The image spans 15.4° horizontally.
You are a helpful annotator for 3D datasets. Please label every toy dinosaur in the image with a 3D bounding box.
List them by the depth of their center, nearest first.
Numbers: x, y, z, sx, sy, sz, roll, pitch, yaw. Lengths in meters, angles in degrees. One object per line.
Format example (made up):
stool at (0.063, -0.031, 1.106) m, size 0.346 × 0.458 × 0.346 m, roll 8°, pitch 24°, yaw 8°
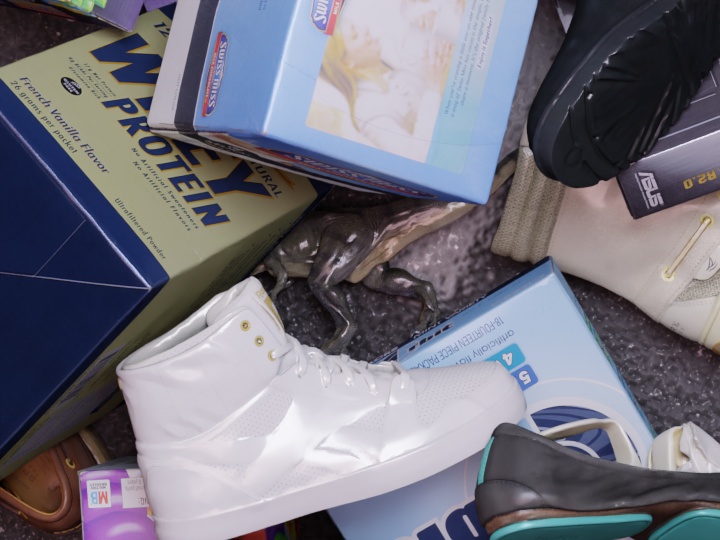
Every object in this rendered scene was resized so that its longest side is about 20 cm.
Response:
toy dinosaur at (0.000, 0.000, 1.445) m, size 0.199 × 0.047 × 0.089 m, roll -15°, pitch 81°, yaw 6°

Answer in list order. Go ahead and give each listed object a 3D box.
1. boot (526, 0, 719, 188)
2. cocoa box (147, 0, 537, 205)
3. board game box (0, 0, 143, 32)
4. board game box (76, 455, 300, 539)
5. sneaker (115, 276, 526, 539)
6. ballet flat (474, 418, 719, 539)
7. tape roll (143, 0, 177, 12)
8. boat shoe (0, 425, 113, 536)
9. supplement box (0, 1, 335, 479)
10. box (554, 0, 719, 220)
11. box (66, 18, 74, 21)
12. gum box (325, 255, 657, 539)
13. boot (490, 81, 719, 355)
boot at (0.106, -0.147, 1.320) m, size 0.162 × 0.073 × 0.198 m, roll 32°, pitch 76°, yaw 37°
cocoa box at (0.001, -0.145, 1.280) m, size 0.133 × 0.131 × 0.201 m, roll 16°, pitch 87°, yaw -30°
board game box at (-0.150, -0.233, 1.371) m, size 0.165 × 0.057 × 0.201 m, roll 17°, pitch 85°, yaw 46°
board game box at (-0.085, 0.201, 1.428) m, size 0.102 × 0.105 × 0.201 m, roll -3°, pitch 90°, yaw 8°
sneaker at (-0.021, 0.054, 1.324) m, size 0.199 × 0.074 × 0.116 m, roll -18°, pitch 103°, yaw -9°
ballet flat at (0.146, 0.108, 1.337) m, size 0.199 × 0.068 × 0.069 m, roll 11°, pitch 63°, yaw -31°
tape roll at (-0.021, -0.181, 1.435) m, size 0.199 × 0.066 × 0.202 m, roll 0°, pitch 90°, yaw 10°
boat shoe at (-0.216, 0.065, 1.467) m, size 0.200 × 0.068 × 0.072 m, roll 45°, pitch 97°, yaw 6°
supplement box at (-0.156, -0.008, 1.363) m, size 0.134 × 0.200 × 0.200 m, roll 49°, pitch 120°, yaw 5°
box at (0.181, -0.140, 1.361) m, size 0.158 × 0.048 × 0.201 m, roll -21°, pitch 54°, yaw 7°
box at (-0.116, -0.233, 1.400) m, size 0.121 × 0.032 × 0.201 m, roll -31°, pitch 52°, yaw 33°
gum box at (0.079, 0.122, 1.409) m, size 0.169 × 0.045 × 0.201 m, roll -30°, pitch 101°, yaw 7°
boot at (0.166, -0.074, 1.404) m, size 0.154 × 0.072 × 0.201 m, roll 23°, pitch 97°, yaw 10°
